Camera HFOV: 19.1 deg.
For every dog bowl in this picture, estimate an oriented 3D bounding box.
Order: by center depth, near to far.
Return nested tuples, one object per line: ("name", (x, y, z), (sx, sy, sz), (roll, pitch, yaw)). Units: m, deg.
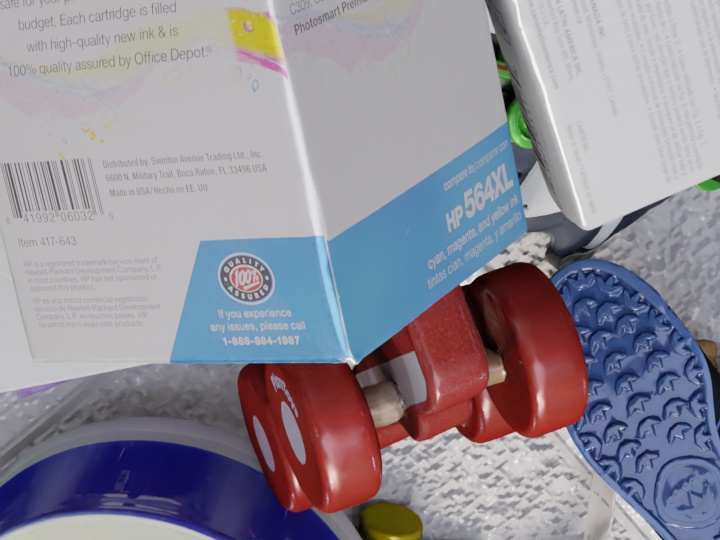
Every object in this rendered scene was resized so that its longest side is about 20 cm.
("dog bowl", (-0.091, 0.170, 0.943), (0.198, 0.079, 0.202), (4, 116, 8))

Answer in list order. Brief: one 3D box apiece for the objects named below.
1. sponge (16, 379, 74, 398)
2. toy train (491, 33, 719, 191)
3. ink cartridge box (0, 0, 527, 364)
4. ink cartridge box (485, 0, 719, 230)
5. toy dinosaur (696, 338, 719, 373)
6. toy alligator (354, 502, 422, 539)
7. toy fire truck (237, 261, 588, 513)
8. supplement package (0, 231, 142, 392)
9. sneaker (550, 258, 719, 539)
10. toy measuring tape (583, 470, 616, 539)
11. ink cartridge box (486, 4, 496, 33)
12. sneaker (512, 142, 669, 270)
("sponge", (-0.119, -0.050, 0.888), (0.111, 0.030, 0.201), (-17, 119, -4))
("toy train", (0.109, -0.066, 0.846), (0.198, 0.042, 0.057), (13, 98, -24))
("ink cartridge box", (-0.043, -0.086, 0.677), (0.128, 0.125, 0.202), (-1, 109, 33))
("ink cartridge box", (0.140, -0.121, 0.744), (0.199, 0.057, 0.163), (-25, 125, -4))
("toy dinosaur", (0.184, 0.057, 1.011), (0.105, 0.061, 0.201), (5, 126, -30))
("toy alligator", (-0.032, 0.144, 0.993), (0.198, 0.054, 0.060), (4, 115, -16))
("toy fire truck", (0.000, 0.000, 0.860), (0.111, 0.200, 0.169), (-18, 88, -13))
("supplement package", (-0.173, -0.042, 0.797), (0.198, 0.111, 0.157), (-12, 121, 17))
("sneaker", (0.139, 0.079, 0.937), (0.070, 0.078, 0.201), (-33, 96, 4))
("toy measuring tape", (0.078, 0.165, 1.024), (0.073, 0.074, 0.202), (0, 116, -13))
("ink cartridge box", (0.082, -0.175, 0.746), (0.195, 0.043, 0.201), (10, 119, -19))
("sneaker", (0.058, -0.074, 0.890), (0.130, 0.079, 0.199), (-48, 128, 2))
